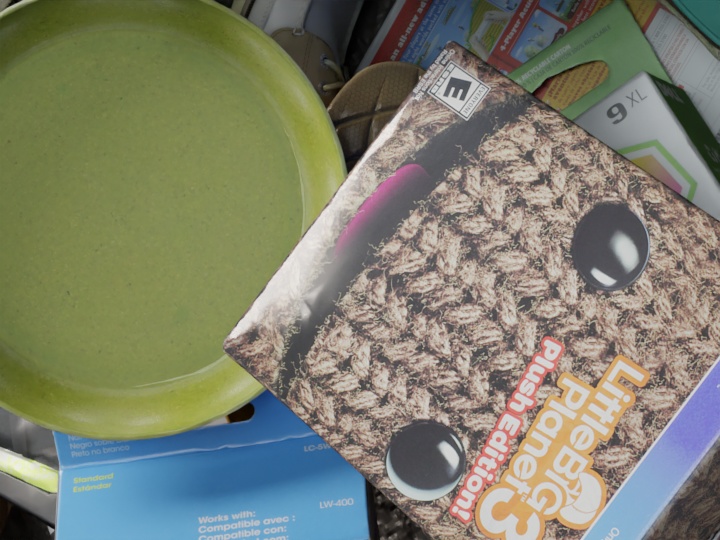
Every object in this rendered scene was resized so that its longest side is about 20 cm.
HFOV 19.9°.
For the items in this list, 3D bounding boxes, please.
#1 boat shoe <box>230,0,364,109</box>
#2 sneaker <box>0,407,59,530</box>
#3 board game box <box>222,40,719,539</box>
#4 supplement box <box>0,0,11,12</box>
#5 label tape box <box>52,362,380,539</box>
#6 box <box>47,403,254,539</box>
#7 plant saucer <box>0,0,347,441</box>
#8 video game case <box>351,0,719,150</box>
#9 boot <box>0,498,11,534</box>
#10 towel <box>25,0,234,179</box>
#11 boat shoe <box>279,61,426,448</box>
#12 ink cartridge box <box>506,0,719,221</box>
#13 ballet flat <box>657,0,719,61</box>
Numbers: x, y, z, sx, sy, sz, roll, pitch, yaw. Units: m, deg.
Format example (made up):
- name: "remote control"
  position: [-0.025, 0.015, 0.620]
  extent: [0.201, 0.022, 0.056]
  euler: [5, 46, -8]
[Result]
- name: "boat shoe"
  position: [-0.033, -0.084, 0.982]
  extent: [0.068, 0.075, 0.200]
  euler: [27, 92, 29]
- name: "sneaker"
  position: [-0.171, 0.068, 1.014]
  extent: [0.200, 0.072, 0.083]
  euler: [27, 78, 17]
- name: "board game box"
  position: [0.075, 0.035, 0.806]
  extent: [0.200, 0.097, 0.159]
  euler: [38, 94, 34]
- name: "supplement box"
  position: [-0.241, -0.146, 1.063]
  extent: [0.200, 0.074, 0.126]
  euler: [-51, 32, 13]
- name: "label tape box"
  position: [-0.061, 0.146, 0.928]
  extent: [0.144, 0.063, 0.200]
  euler: [-8, 109, 4]
- name: "box"
  position: [-0.104, 0.101, 1.029]
  extent: [0.119, 0.041, 0.200]
  euler: [-27, 77, 20]
- name: "plant saucer"
  position: [-0.104, -0.026, 0.902]
  extent: [0.200, 0.031, 0.200]
  euler: [0, 93, -2]
- name: "video game case"
  position: [0.093, -0.073, 0.964]
  extent: [0.200, 0.017, 0.143]
  euler: [34, 100, 23]
- name: "boot"
  position: [-0.257, 0.179, 1.063]
  extent: [0.200, 0.074, 0.075]
  euler: [-46, 25, 15]
- name: "towel"
  position: [-0.073, -0.124, 0.972]
  extent: [0.031, 0.149, 0.200]
  euler: [30, 98, 23]
- name: "boat shoe"
  position: [0.000, 0.000, 0.965]
  extent: [0.072, 0.068, 0.200]
  euler: [9, 96, 2]
- name: "ink cartridge box"
  position: [0.116, -0.019, 0.906]
  extent: [0.104, 0.059, 0.200]
  euler: [-35, 72, 19]
- name: "ballet flat"
  position: [0.138, -0.158, 0.928]
  extent: [0.067, 0.062, 0.200]
  euler: [-48, 62, 26]
